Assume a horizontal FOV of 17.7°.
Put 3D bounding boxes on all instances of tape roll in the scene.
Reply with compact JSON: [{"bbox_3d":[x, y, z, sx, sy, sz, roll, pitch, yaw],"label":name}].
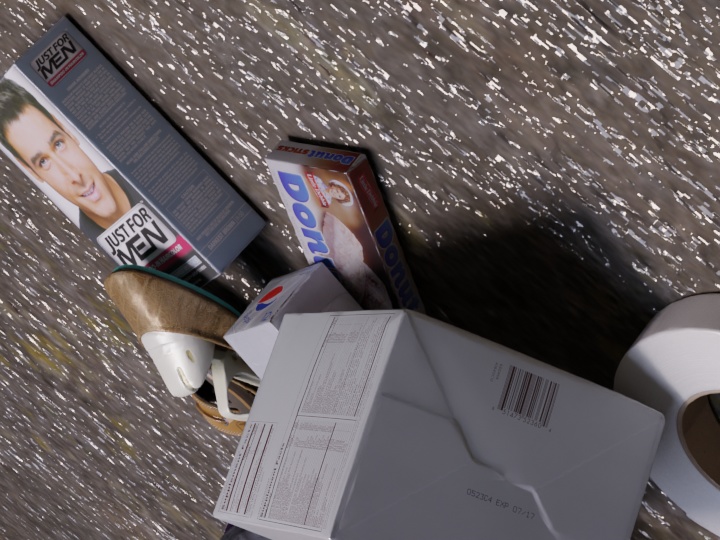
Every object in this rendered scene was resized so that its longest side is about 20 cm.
[{"bbox_3d":[0.248,0.101,1.407,0.203,0.037,0.203,26,144,21],"label":"tape roll"}]

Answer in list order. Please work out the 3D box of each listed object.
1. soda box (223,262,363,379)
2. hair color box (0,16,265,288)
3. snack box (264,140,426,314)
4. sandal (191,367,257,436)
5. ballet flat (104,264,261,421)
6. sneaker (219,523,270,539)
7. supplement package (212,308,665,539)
[{"bbox_3d":[0.003,0.091,1.574,0.200,0.063,0.068,49,149,-14],"label":"soda box"},{"bbox_3d":[-0.171,-0.071,1.608,0.200,0.061,0.099,46,147,-7],"label":"hair color box"},{"bbox_3d":[0.000,0.000,1.550,0.072,0.024,0.200,12,138,38],"label":"snack box"},{"bbox_3d":[-0.087,0.094,1.695,0.055,0.082,0.200,-38,110,20],"label":"sandal"},{"bbox_3d":[-0.096,0.064,1.608,0.200,0.072,0.068,28,152,-32],"label":"ballet flat"},{"bbox_3d":[-0.059,0.226,1.817,0.074,0.088,0.200,48,147,-12],"label":"sneaker"},{"bbox_3d":[0.045,0.123,1.440,0.191,0.147,0.200,23,170,-21],"label":"supplement package"}]
